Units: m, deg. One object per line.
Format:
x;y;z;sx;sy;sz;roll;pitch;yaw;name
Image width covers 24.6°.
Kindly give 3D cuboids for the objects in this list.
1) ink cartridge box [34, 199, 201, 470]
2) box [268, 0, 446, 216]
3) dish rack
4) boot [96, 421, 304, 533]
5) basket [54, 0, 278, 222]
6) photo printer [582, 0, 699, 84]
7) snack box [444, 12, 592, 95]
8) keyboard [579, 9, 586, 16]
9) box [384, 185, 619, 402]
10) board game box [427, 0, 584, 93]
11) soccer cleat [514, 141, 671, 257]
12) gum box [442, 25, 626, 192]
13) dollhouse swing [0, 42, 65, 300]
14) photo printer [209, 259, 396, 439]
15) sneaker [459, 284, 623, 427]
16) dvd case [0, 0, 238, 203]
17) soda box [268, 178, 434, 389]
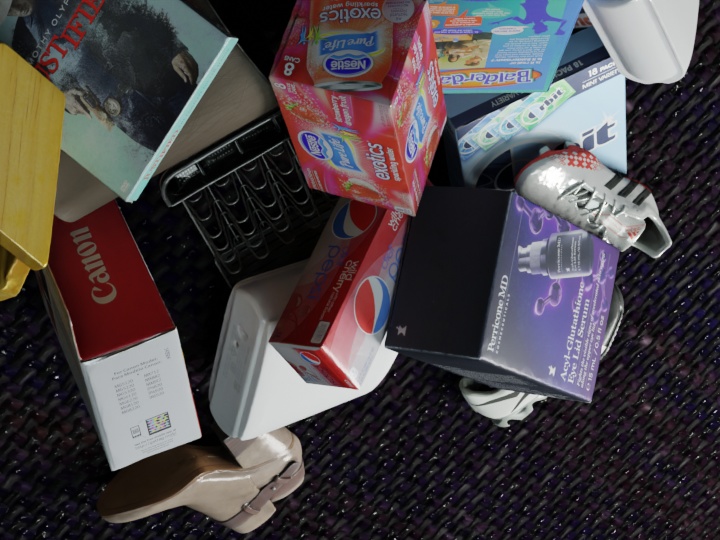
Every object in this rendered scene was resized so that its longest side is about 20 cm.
-0.210;0.026;1.348;0.083;0.201;0.177;-20;136;-13;ink cartridge box
0.003;-0.133;1.290;0.200;0.099;0.096;73;35;-67;box
-0.082;-0.063;1.449;0.152;0.055;0.201;-29;137;-2;dish rack
-0.149;0.220;1.653;0.199;0.070;0.147;-31;139;-1;boot
-0.175;-0.138;1.277;0.199;0.137;0.180;-33;159;9;basket
0.236;-0.255;1.363;0.069;0.168;0.200;2;165;22;photo printer
0.139;-0.192;1.470;0.198;0.024;0.072;-7;139;-27;snack box
0.134;-0.225;1.460;0.198;0.011;0.057;-18;140;-14;keyboard
0.128;0.023;1.452;0.199;0.104;0.150;21;78;-51;box
0.091;-0.201;1.307;0.150;0.045;0.200;-1;161;-5;board game box
0.218;-0.060;1.519;0.199;0.086;0.069;15;127;-48;soccer cleat
0.162;-0.117;1.519;0.169;0.045;0.201;-25;147;-6;gum box
-0.337;-0.079;1.161;0.175;0.184;0.199;18;157;-41;dollhouse swing
-0.037;0.060;1.535;0.199;0.069;0.167;-18;140;-36;photo printer
0.186;0.080;1.710;0.200;0.074;0.088;-46;137;13;sneaker
-0.204;-0.167;1.196;0.147;0.200;0.022;-54;168;15;dvd case
0.000;0.000;1.423;0.070;0.063;0.201;48;58;-40;soda box
